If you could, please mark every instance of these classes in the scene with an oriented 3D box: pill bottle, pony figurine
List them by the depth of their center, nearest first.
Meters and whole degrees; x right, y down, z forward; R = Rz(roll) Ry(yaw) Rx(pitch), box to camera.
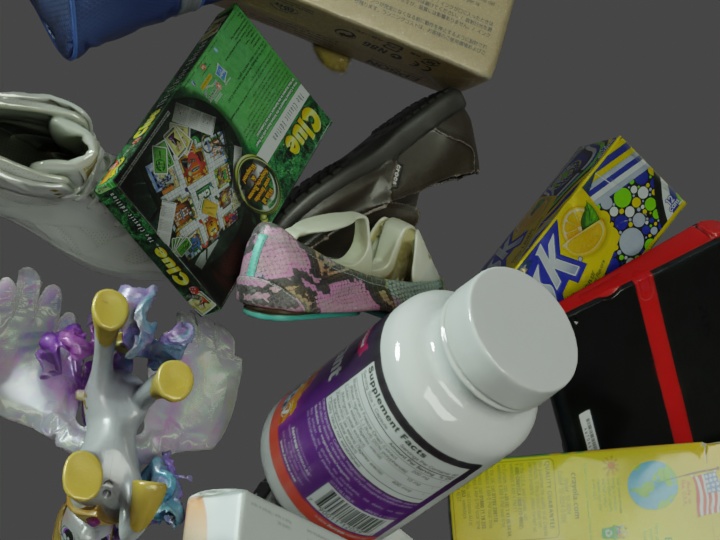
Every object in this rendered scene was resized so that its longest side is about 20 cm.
[{"bbox_3d":[-0.150,0.085,1.293,0.166,0.200,0.194,11,66,-10],"label":"pony figurine"},{"bbox_3d":[0.037,0.081,1.315,0.111,0.200,0.112,23,48,-28],"label":"pill bottle"}]

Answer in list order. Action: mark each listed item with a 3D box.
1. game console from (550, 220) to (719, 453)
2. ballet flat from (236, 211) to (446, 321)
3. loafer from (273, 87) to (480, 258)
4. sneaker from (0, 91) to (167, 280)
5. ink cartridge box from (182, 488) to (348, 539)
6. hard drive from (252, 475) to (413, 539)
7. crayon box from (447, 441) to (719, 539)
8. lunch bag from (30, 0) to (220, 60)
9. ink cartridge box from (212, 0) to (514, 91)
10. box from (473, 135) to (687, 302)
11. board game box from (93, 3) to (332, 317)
[{"bbox_3d":[0.206,0.082,1.458,0.177,0.031,0.201,-26,115,-20],"label":"game console"},{"bbox_3d":[0.000,0.000,1.350,0.200,0.069,0.071,7,97,-51],"label":"ballet flat"},{"bbox_3d":[0.005,-0.041,1.406,0.200,0.073,0.071,-37,98,-19],"label":"loafer"},{"bbox_3d":[-0.164,-0.049,1.323,0.199,0.116,0.074,19,77,-19],"label":"sneaker"},{"bbox_3d":[-0.047,0.247,1.274,0.162,0.050,0.201,33,58,-47],"label":"ink cartridge box"},{"bbox_3d":[-0.047,0.234,1.380,0.140,0.038,0.200,40,72,-13],"label":"hard drive"},{"bbox_3d":[0.157,0.179,1.384,0.199,0.051,0.127,-4,80,3],"label":"crayon box"},{"bbox_3d":[-0.155,-0.243,1.315,0.132,0.136,0.200,-22,62,-20],"label":"lunch bag"},{"bbox_3d":[0.008,-0.227,1.424,0.199,0.075,0.165,20,77,-16],"label":"ink cartridge box"},{"bbox_3d":[0.125,0.007,1.451,0.070,0.064,0.200,43,72,-12],"label":"box"},{"bbox_3d":[-0.087,-0.071,1.342,0.105,0.023,0.200,49,40,-18],"label":"board game box"}]
